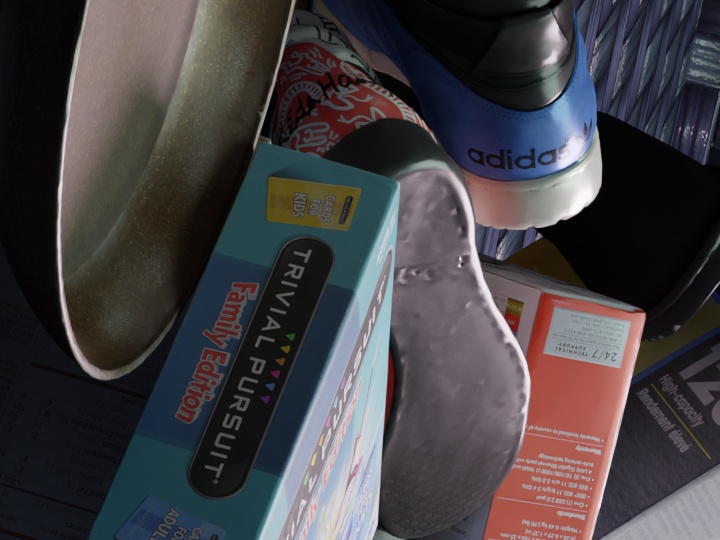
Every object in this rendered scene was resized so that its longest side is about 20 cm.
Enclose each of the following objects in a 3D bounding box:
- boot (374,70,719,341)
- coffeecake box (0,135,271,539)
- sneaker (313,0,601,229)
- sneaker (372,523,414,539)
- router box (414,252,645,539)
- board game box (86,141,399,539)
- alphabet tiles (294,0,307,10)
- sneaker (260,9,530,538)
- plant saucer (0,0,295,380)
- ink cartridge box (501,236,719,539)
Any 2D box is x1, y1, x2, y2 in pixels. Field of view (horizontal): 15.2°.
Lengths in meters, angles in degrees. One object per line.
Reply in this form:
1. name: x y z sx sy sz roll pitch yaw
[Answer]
1. boot: 0.059 -0.055 1.093 0.077 0.168 0.200 -55 -166 4
2. coffeecake box: -0.089 0.070 0.858 0.154 0.073 0.200 90 18 -58
3. sneaker: 0.028 -0.112 0.945 0.200 0.077 0.111 -115 -166 -51
4. sneaker: -0.024 0.062 1.016 0.079 0.129 0.200 -9 116 -80
5. router box: 0.024 0.080 1.091 0.200 0.049 0.180 22 -80 63
6. board game box: -0.034 0.083 0.828 0.200 0.047 0.151 93 15 -55
7. alphabet tiles: -0.023 -0.127 1.019 0.200 0.006 0.167 -62 172 -73
8. sneaker: 0.001 -0.001 0.942 0.067 0.108 0.202 -28 140 -12
9. plant saucer: -0.054 -0.072 0.706 0.200 0.032 0.201 14 90 -79
10. ink cartridge box: 0.117 0.044 1.153 0.047 0.200 0.198 58 -2 -34
